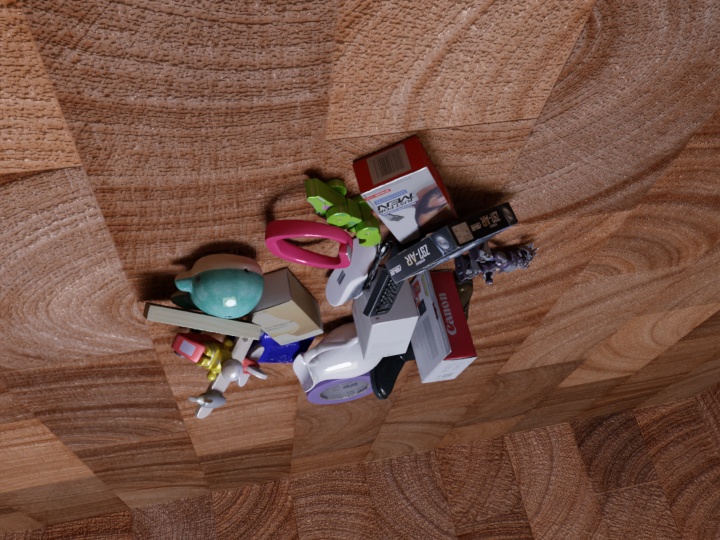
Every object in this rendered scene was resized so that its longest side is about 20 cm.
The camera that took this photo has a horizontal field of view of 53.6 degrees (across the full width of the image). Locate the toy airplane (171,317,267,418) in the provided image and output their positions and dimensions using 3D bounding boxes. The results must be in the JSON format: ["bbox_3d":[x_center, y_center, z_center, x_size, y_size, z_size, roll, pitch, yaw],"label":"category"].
[{"bbox_3d":[-0.269,0.190,1.461,0.198,0.141,0.201,-21,116,-23],"label":"toy airplane"}]

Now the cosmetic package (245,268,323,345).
[{"bbox_3d":[-0.153,0.077,1.420,0.105,0.071,0.200,-18,154,10],"label":"cosmetic package"}]

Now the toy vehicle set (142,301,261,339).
[{"bbox_3d":[-0.291,0.091,1.302,0.199,0.027,0.124,12,176,-19],"label":"toy vehicle set"}]

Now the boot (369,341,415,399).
[{"bbox_3d":[0.113,0.200,1.670,0.162,0.199,0.073,-17,131,30],"label":"boot"}]

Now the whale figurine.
[{"bbox_3d":[-0.258,0.045,1.266,0.159,0.104,0.199,12,152,-43],"label":"whale figurine"}]

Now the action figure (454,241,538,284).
[{"bbox_3d":[0.279,-0.017,1.452,0.199,0.070,0.130,4,144,-39],"label":"action figure"}]

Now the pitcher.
[{"bbox_3d":[-0.044,0.182,1.601,0.199,0.122,0.172,-21,161,-19],"label":"pitcher"}]

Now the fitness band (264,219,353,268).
[{"bbox_3d":[-0.084,-0.043,1.183,0.143,0.038,0.200,9,168,3],"label":"fitness band"}]

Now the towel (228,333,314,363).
[{"bbox_3d":[-0.208,0.173,1.614,0.199,0.050,0.148,-2,153,-23],"label":"towel"}]

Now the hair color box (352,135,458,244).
[{"bbox_3d":[0.077,-0.122,1.143,0.110,0.064,0.200,-22,154,14],"label":"hair color box"}]

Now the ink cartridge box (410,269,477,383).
[{"bbox_3d":[0.167,0.108,1.491,0.083,0.201,0.176,-5,154,-19],"label":"ink cartridge box"}]

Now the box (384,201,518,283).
[{"bbox_3d":[0.161,-0.050,1.251,0.199,0.044,0.160,-22,173,-46],"label":"box"}]

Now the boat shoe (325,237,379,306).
[{"bbox_3d":[0.000,0.000,1.344,0.067,0.072,0.200,-12,151,-34],"label":"boat shoe"}]

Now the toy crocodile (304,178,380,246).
[{"bbox_3d":[-0.026,-0.092,1.147,0.062,0.068,0.200,-26,152,26],"label":"toy crocodile"}]

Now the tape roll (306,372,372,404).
[{"bbox_3d":[-0.049,0.275,1.858,0.199,0.085,0.200,-11,153,-6],"label":"tape roll"}]

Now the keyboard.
[{"bbox_3d":[0.056,-0.001,1.296,0.127,0.021,0.201,-2,122,-49],"label":"keyboard"}]

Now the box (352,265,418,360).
[{"bbox_3d":[0.047,0.089,1.483,0.097,0.125,0.200,-9,155,-9],"label":"box"}]

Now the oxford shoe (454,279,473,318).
[{"bbox_3d":[0.221,0.080,1.599,0.072,0.085,0.200,-10,152,-4],"label":"oxford shoe"}]
